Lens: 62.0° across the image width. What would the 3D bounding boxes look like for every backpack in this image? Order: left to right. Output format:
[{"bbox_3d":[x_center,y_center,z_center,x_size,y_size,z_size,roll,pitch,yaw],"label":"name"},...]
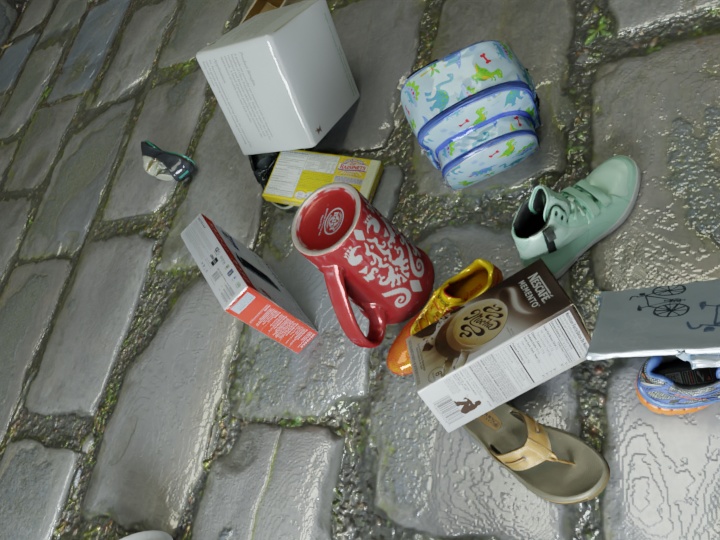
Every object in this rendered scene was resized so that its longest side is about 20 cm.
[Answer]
[{"bbox_3d":[0.161,-0.213,0.838,0.182,0.200,0.148,-23,73,18],"label":"backpack"}]

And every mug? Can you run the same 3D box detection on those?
[{"bbox_3d":[0.009,-0.008,0.821,0.133,0.200,0.179,-29,51,15],"label":"mug"}]

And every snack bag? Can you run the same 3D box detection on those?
[{"bbox_3d":[0.338,0.051,0.615,0.198,0.022,0.188,-9,15,29],"label":"snack bag"}]

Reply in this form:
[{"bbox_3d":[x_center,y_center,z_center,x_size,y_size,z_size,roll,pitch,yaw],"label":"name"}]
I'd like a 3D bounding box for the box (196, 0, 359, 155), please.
[{"bbox_3d":[-0.139,-0.346,1.074,0.170,0.200,0.201,1,40,33],"label":"box"}]

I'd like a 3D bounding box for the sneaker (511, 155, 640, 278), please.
[{"bbox_3d":[0.271,-0.086,0.748,0.201,0.118,0.074,-49,47,-2],"label":"sneaker"}]

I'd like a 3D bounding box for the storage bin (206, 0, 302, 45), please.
[{"bbox_3d":[-0.219,-0.553,1.351,0.198,0.094,0.201,24,79,39],"label":"storage bin"}]

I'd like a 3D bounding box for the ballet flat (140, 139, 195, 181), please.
[{"bbox_3d":[-0.447,-0.241,1.341,0.199,0.073,0.073,25,79,38],"label":"ballet flat"}]

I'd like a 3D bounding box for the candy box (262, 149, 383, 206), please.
[{"bbox_3d":[-0.067,-0.154,1.041,0.198,0.026,0.103,12,69,23],"label":"candy box"}]

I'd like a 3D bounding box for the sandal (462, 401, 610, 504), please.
[{"bbox_3d":[0.183,0.193,0.687,0.199,0.054,0.081,31,82,41],"label":"sandal"}]

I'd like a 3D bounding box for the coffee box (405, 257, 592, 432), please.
[{"bbox_3d":[0.162,0.088,0.718,0.199,0.080,0.113,-32,24,12],"label":"coffee box"}]

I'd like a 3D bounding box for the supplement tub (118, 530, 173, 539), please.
[{"bbox_3d":[-0.276,0.466,0.783,0.132,0.132,0.200,-45,48,3],"label":"supplement tub"}]

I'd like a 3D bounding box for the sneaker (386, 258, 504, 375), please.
[{"bbox_3d":[0.104,0.058,0.803,0.200,0.077,0.073,-46,51,4],"label":"sneaker"}]

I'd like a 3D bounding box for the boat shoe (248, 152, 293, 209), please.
[{"bbox_3d":[-0.171,-0.196,1.134,0.074,0.066,0.200,-33,51,11],"label":"boat shoe"}]

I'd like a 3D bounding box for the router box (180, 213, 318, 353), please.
[{"bbox_3d":[-0.175,0.021,0.939,0.049,0.179,0.200,-45,50,3],"label":"router box"}]

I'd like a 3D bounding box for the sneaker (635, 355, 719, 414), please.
[{"bbox_3d":[0.378,0.095,0.601,0.199,0.078,0.076,-24,54,20],"label":"sneaker"}]
